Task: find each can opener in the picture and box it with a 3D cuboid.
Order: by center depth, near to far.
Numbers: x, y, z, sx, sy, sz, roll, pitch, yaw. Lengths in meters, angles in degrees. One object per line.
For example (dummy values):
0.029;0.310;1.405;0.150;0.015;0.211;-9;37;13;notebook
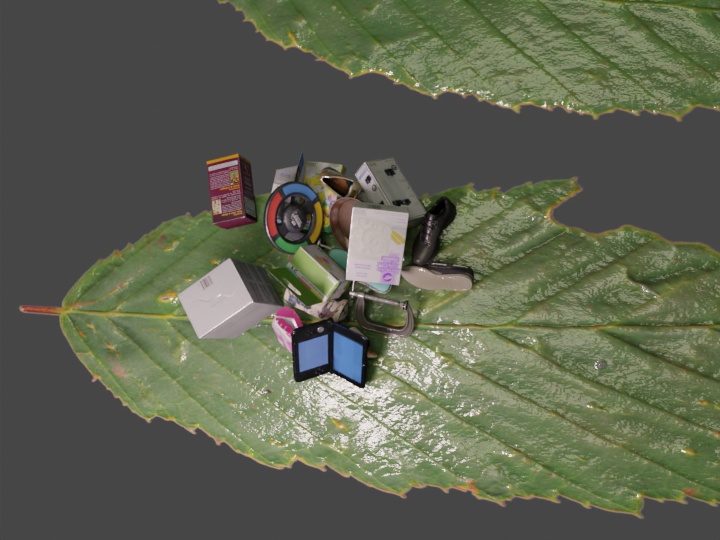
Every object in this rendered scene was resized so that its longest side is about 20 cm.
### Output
-0.130;-0.063;1.588;0.199;0.053;0.067;20;89;18;can opener

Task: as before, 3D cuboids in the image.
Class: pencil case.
-0.124;0.086;1.552;0.199;0.089;0.078;22;122;22;pencil case

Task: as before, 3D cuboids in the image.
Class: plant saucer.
-0.001;-0.116;1.513;0.200;0.034;0.201;24;134;28;plant saucer

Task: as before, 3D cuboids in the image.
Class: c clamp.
0.057;0.102;1.496;0.199;0.027;0.172;17;116;14;c clamp

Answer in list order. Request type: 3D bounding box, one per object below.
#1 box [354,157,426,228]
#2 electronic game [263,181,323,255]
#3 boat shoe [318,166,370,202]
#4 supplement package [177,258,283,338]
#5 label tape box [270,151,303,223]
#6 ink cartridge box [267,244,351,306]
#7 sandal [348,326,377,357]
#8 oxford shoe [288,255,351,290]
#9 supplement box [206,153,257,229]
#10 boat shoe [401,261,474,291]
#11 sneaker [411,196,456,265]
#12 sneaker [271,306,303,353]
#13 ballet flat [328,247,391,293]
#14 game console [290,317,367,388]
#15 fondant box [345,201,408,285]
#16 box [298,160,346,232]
0.085;-0.208;1.503;0.200;0.116;0.060;59;139;13;box
-0.180;-0.142;1.499;0.042;0.200;0.201;10;87;45;electronic game
-0.026;-0.221;1.533;0.199;0.068;0.075;22;112;-7;boat shoe
-0.365;0.085;1.564;0.191;0.200;0.147;-33;76;10;supplement package
-0.216;-0.237;1.579;0.063;0.144;0.201;12;87;-4;label tape box
-0.126;0.011;1.422;0.148;0.200;0.076;42;107;12;ink cartridge box
-0.041;0.179;1.523;0.206;0.079;0.059;25;92;20;sandal
-0.117;0.010;1.567;0.200;0.075;0.071;32;104;16;oxford shoe
-0.390;-0.238;1.665;0.110;0.086;0.201;-10;81;15;supplement box
0.211;0.009;1.490;0.199;0.073;0.063;8;43;22;boat shoe
0.187;-0.112;1.470;0.076;0.091;0.201;21;82;24;sneaker
-0.181;0.197;1.568;0.081;0.088;0.200;-35;92;-31;sneaker
0.000;0.000;1.531;0.200;0.072;0.072;32;93;6;ballet flat
-0.084;0.239;1.456;0.170;0.201;0.118;-15;40;-21;game console
0.042;-0.069;1.420;0.144;0.058;0.201;6;113;0;fondant box
-0.116;-0.213;1.604;0.117;0.048;0.201;10;85;16;box
